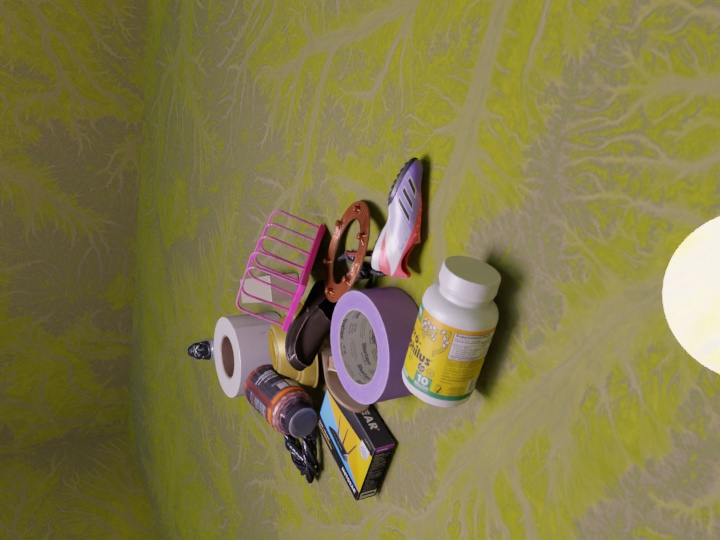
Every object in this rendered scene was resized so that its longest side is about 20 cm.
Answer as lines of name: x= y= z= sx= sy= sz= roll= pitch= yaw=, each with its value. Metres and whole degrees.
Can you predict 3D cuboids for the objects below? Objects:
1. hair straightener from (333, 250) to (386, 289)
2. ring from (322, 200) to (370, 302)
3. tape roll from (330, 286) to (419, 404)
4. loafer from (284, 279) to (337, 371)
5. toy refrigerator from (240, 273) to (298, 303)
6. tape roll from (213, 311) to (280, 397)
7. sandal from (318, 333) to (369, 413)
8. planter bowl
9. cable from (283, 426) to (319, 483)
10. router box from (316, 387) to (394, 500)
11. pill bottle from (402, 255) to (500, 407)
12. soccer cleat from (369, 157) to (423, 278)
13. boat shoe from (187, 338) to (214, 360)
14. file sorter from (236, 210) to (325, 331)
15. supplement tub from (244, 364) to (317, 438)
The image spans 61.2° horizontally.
hair straightener: x=0.000 y=0.000 z=1.160 sx=0.199 sy=0.041 sz=0.078 roll=4 pitch=97 yaw=58
ring: x=-0.033 y=-0.039 z=1.166 sx=0.201 sy=0.019 sz=0.202 roll=-49 pitch=33 yaw=48
tape roll: x=0.029 y=0.132 z=1.090 sx=0.199 sy=0.084 sz=0.202 roll=11 pitch=103 yaw=57
loafer: x=-0.090 y=0.106 z=1.231 sx=0.071 sy=0.073 sz=0.202 roll=-5 pitch=57 yaw=45
toy refrigerator: x=-0.228 y=0.043 z=1.510 sx=0.199 sy=0.075 sz=0.071 roll=-8 pitch=87 yaw=59
tape roll: x=-0.277 y=0.211 z=1.551 sx=0.202 sy=0.138 sz=0.205 roll=10 pitch=102 yaw=57
sandal: x=-0.035 y=0.178 z=1.209 sx=0.212 sy=0.077 sz=0.070 roll=61 pitch=142 yaw=44
planter bowl: x=-0.159 y=0.171 z=1.363 sx=0.200 sy=0.083 sz=0.203 roll=171 pitch=90 yaw=-72
cable: x=-0.147 y=0.404 z=1.446 sx=0.163 sy=0.050 sz=0.202 roll=-33 pitch=66 yaw=56
router box: x=-0.015 y=0.326 z=1.215 sx=0.200 sy=0.051 sz=0.150 roll=52 pitch=135 yaw=45
pill bottle: x=0.134 y=0.087 z=0.882 sx=0.113 sy=0.112 sz=0.202 roll=45 pitch=131 yaw=46
soccer cleat: x=0.078 y=-0.085 z=1.014 sx=0.073 sy=0.068 sz=0.202 roll=23 pitch=106 yaw=20
boat shoe: x=-0.538 y=0.270 z=2.056 sx=0.199 sy=0.067 sz=0.073 roll=-8 pitch=87 yaw=59
file sorter: x=-0.168 y=-0.007 z=1.271 sx=0.201 sy=0.124 sz=0.140 roll=-76 pitch=10 yaw=-49
supplement tub: x=-0.176 y=0.296 z=1.362 sx=0.199 sy=0.106 sz=0.108 roll=27 pitch=117 yaw=51
